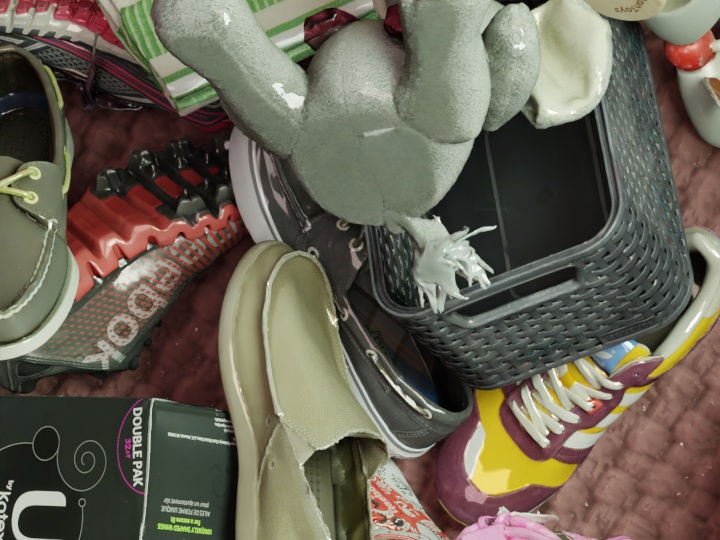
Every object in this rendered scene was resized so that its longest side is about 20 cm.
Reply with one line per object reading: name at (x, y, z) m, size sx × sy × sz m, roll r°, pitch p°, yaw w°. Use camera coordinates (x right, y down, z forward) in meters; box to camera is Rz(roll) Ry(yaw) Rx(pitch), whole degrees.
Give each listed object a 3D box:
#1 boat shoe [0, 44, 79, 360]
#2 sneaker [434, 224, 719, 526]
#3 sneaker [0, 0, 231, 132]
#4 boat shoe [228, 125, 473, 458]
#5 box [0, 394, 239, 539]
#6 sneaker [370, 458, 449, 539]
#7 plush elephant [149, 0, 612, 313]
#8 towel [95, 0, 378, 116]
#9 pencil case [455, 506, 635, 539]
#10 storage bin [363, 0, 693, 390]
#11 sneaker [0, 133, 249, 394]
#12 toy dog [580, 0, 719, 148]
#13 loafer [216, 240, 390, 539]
boat shoe at (-0.181, -0.036, 1.485) m, size 0.072 × 0.060 × 0.202 m, roll -7°, pitch 40°, yaw 3°
sneaker at (0.111, 0.051, 1.511) m, size 0.075 × 0.090 × 0.200 m, roll 43°, pitch 88°, yaw 10°
sneaker at (-0.154, -0.125, 1.577) m, size 0.200 × 0.075 × 0.081 m, roll 17°, pitch 42°, yaw 19°
boat shoe at (0.000, 0.000, 1.521) m, size 0.066 × 0.070 × 0.200 m, roll -28°, pitch 83°, yaw 46°
box at (-0.132, 0.168, 1.482) m, size 0.148 × 0.124 × 0.200 m, roll -1°, pitch 80°, yaw 34°
sneaker at (0.002, 0.133, 1.502) m, size 0.067 × 0.108 × 0.201 m, roll -42°, pitch 80°, yaw -1°
plush elephant at (0.026, -0.103, 1.389) m, size 0.164 × 0.200 × 0.155 m, roll -11°, pitch 36°, yaw 25°
towel at (-0.075, -0.169, 1.534) m, size 0.152 × 0.023 × 0.200 m, roll -26°, pitch 47°, yaw -13°
pencil case at (0.108, 0.168, 1.442) m, size 0.083 × 0.200 × 0.087 m, roll 31°, pitch 95°, yaw 28°
storage bin at (0.077, -0.057, 1.481) m, size 0.135 × 0.094 × 0.200 m, roll -21°, pitch 56°, yaw 20°
sneaker at (-0.126, 0.001, 1.555) m, size 0.200 × 0.098 × 0.071 m, roll -29°, pitch 42°, yaw -21°
toy dog at (0.185, -0.136, 1.469) m, size 0.096 × 0.200 × 0.132 m, roll 8°, pitch 81°, yaw 32°
loafer at (-0.023, 0.079, 1.455) m, size 0.068 × 0.076 × 0.200 m, roll -15°, pitch 71°, yaw 31°
